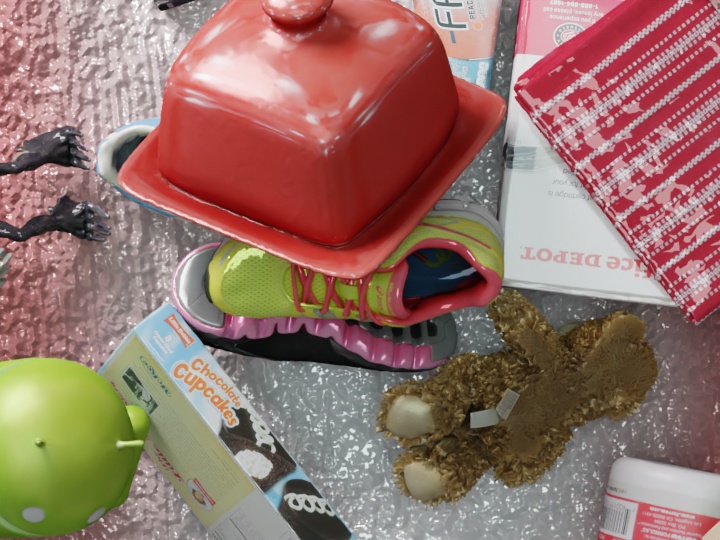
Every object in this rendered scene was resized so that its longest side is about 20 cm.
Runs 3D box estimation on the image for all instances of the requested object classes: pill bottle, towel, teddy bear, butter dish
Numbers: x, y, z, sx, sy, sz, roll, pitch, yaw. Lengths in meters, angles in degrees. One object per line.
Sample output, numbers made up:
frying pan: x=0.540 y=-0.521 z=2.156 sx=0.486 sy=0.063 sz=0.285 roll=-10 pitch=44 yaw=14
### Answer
pill bottle: x=0.205 y=0.232 z=1.443 sx=0.112 sy=0.112 sz=0.201 roll=11 pitch=88 yaw=2
towel: x=0.211 y=-0.085 z=1.420 sx=0.144 sy=0.022 sz=0.200 roll=-38 pitch=91 yaw=-5
teddy bear: x=0.101 y=0.084 z=1.462 sx=0.200 sy=0.067 sz=0.145 roll=-39 pitch=115 yaw=-5
butter dish: x=-0.034 y=-0.120 z=1.353 sx=0.199 sy=0.148 sz=0.200 roll=21 pitch=51 yaw=26

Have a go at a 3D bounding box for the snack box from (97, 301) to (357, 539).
snack box: x=-0.094 y=0.125 z=1.453 sx=0.037 sy=0.116 sz=0.200 roll=-37 pitch=87 yaw=-29

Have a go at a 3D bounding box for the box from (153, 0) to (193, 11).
box: x=-0.103 y=-0.297 z=1.515 sx=0.142 sy=0.036 sz=0.201 roll=-16 pitch=86 yaw=1

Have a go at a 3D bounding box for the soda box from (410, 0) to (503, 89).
soda box: x=0.072 y=-0.216 z=1.488 sx=0.063 sy=0.068 sz=0.201 roll=9 pitch=88 yaw=2

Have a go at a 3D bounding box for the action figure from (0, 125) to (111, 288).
action figure: x=-0.265 y=-0.046 z=1.430 sx=0.199 sy=0.102 sz=0.119 roll=-14 pitch=99 yaw=-36

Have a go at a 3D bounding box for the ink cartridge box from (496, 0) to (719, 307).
ink cartridge box: x=0.169 y=-0.079 z=1.472 sx=0.144 sy=0.084 sz=0.201 roll=6 pitch=87 yaw=1

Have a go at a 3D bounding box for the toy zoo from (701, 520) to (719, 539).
toy zoo: x=0.322 y=0.137 z=1.395 sx=0.131 sy=0.200 sz=0.021 roll=-49 pitch=58 yaw=29

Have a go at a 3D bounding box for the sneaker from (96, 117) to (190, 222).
sneaker: x=-0.089 y=-0.058 z=1.451 sx=0.199 sy=0.072 sz=0.072 roll=10 pitch=105 yaw=28

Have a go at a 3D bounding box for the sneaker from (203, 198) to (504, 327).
sneaker: x=0.000 y=0.000 z=1.376 sx=0.199 sy=0.090 sz=0.078 roll=-8 pitch=116 yaw=-5

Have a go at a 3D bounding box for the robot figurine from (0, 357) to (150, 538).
robot figurine: x=-0.226 y=0.117 z=1.420 sx=0.175 sy=0.200 sz=0.116 roll=0 pitch=84 yaw=-37

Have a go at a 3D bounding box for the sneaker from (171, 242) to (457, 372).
sneaker: x=-0.035 y=0.035 z=1.475 sx=0.199 sy=0.095 sz=0.079 roll=12 pitch=64 yaw=-9
